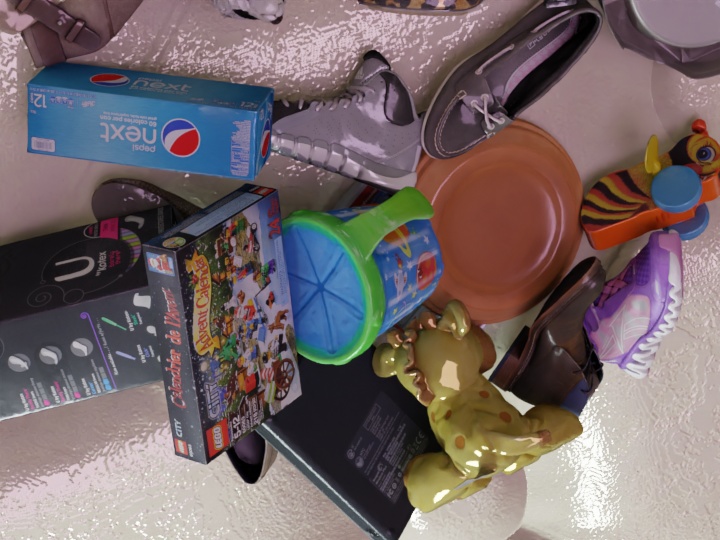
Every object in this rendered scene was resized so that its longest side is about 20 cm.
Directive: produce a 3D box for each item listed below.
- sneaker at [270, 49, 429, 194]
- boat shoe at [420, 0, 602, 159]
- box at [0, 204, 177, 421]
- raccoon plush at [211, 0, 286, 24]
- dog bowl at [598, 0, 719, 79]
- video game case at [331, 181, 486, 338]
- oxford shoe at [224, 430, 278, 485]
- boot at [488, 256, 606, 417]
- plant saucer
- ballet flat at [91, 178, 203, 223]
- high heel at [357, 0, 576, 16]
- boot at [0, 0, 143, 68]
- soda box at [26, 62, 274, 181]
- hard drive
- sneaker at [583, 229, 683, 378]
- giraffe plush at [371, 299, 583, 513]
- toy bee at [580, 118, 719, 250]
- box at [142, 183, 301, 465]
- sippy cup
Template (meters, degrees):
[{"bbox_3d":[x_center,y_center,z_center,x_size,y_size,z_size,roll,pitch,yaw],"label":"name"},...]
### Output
[{"bbox_3d":[-0.029,-0.149,1.637,0.199,0.075,0.116,19,93,-21],"label":"sneaker"},{"bbox_3d":[0.135,-0.174,1.644,0.200,0.057,0.067,-45,120,-9],"label":"boat shoe"},{"bbox_3d":[-0.244,0.037,1.602,0.199,0.122,0.106,-14,125,1],"label":"box"},{"bbox_3d":[-0.113,-0.301,1.549,0.096,0.134,0.201,-14,85,8],"label":"raccoon plush"},{"bbox_3d":[0.301,-0.276,1.668,0.199,0.059,0.201,-6,116,-12],"label":"dog bowl"},{"bbox_3d":[0.056,-0.011,1.744,0.200,0.017,0.143,36,100,-27],"label":"video game case"},{"bbox_3d":[-0.115,0.107,1.711,0.070,0.075,0.201,-14,117,11],"label":"oxford shoe"},{"bbox_3d":[0.205,0.069,1.741,0.097,0.075,0.200,36,140,3],"label":"boot"},{"bbox_3d":[0.124,-0.043,1.719,0.199,0.037,0.201,-6,107,-20],"label":"plant saucer"},{"bbox_3d":[-0.150,-0.034,1.667,0.199,0.046,0.067,23,121,-18],"label":"ballet flat"},{"bbox_3d":[0.091,-0.296,1.607,0.199,0.071,0.143,-6,103,-9],"label":"high heel"},{"bbox_3d":[-0.259,-0.265,1.513,0.146,0.070,0.200,-33,118,3],"label":"boot"},{"bbox_3d":[-0.177,-0.127,1.557,0.199,0.068,0.064,8,114,7],"label":"soda box"},{"bbox_3d":[-0.005,0.146,1.750,0.200,0.033,0.140,46,60,-28],"label":"hard drive"},{"bbox_3d":[0.251,0.032,1.756,0.088,0.081,0.200,10,145,-2],"label":"sneaker"},{"bbox_3d":[0.090,0.118,1.712,0.172,0.200,0.163,-29,79,11],"label":"giraffe plush"},{"bbox_3d":[0.305,-0.084,1.746,0.199,0.109,0.131,0,146,-5],"label":"toy bee"},{"bbox_3d":[-0.113,0.045,1.562,0.136,0.038,0.201,-35,128,-46],"label":"box"},{"bbox_3d":[0.000,0.000,1.637,0.130,0.177,0.140,-23,104,-46],"label":"sippy cup"}]
